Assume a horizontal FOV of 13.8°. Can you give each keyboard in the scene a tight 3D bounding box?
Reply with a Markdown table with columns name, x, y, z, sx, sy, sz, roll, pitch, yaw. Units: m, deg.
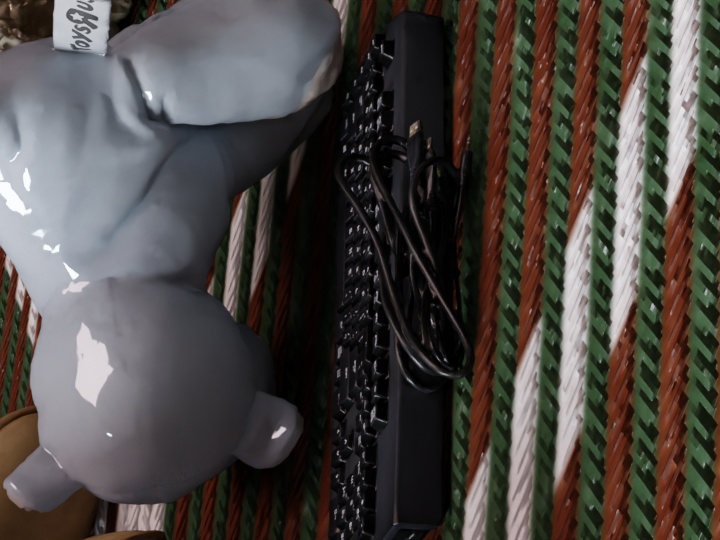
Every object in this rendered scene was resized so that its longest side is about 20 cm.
| name | x | y | z | sx | sy | sz | roll | pitch | yaw |
| --- | --- | --- | --- | --- | --- | --- | --- | --- | --- |
| keyboard | 0.000 | 0.000 | 0.951 | 0.104 | 0.040 | 0.201 | 129 | 148 | -50 |

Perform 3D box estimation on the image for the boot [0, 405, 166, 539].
| name | x | y | z | sx | sy | sz | roll | pitch | yaw |
| --- | --- | --- | --- | --- | --- | --- | --- | --- | --- |
| boot | -0.119 | 0.117 | 1.125 | 0.175 | 0.066 | 0.200 | -58 | 19 | -24 |

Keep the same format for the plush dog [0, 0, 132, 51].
| name | x | y | z | sx | sy | sz | roll | pitch | yaw |
| --- | --- | --- | --- | --- | --- | --- | --- | --- | --- |
| plush dog | -0.161 | -0.109 | 1.369 | 0.200 | 0.160 | 0.172 | 18 | 78 | 43 |

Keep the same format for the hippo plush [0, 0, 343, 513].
| name | x | y | z | sx | sy | sz | roll | pitch | yaw |
| --- | --- | --- | --- | --- | --- | --- | --- | --- | --- |
| hippo plush | -0.062 | -0.005 | 1.022 | 0.200 | 0.159 | 0.161 | 85 | 166 | -82 |
